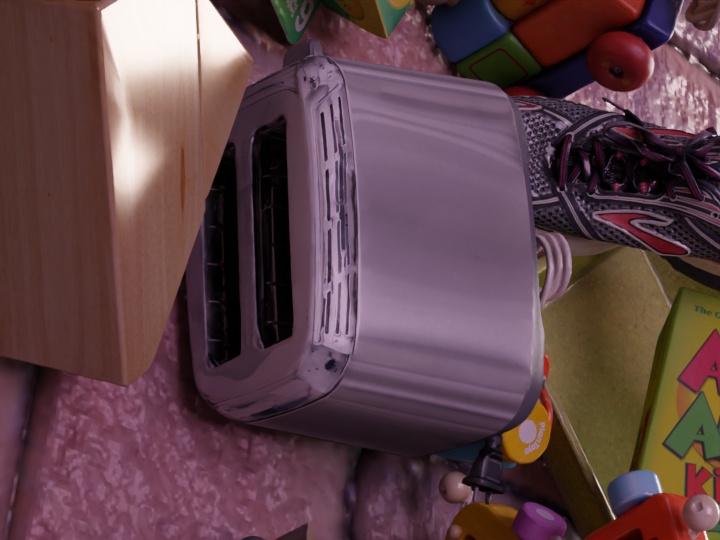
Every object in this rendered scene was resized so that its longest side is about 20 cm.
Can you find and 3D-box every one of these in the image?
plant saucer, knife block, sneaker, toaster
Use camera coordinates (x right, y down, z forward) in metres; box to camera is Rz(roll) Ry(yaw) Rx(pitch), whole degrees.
[{"bbox_3d":[0.150,0.068,0.993,0.200,0.048,0.200,-31,97,-48],"label":"plant saucer"},{"bbox_3d":[-0.109,-0.078,0.689,0.176,0.064,0.200,47,57,-62],"label":"knife block"},{"bbox_3d":[0.141,-0.046,0.913,0.200,0.075,0.081,12,73,-8],"label":"sneaker"},{"bbox_3d":[0.000,0.000,0.823,0.129,0.114,0.200,12,68,-38],"label":"toaster"}]

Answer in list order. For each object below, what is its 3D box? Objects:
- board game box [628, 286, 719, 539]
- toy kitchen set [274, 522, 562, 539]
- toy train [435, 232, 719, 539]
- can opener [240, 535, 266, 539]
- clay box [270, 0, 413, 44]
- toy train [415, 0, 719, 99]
[{"bbox_3d":[0.177,0.111,0.895,0.101,0.048,0.200,16,54,5],"label":"board game box"},{"bbox_3d":[0.030,0.202,0.676,0.200,0.163,0.180,60,6,-13],"label":"toy kitchen set"},{"bbox_3d":[0.095,0.090,0.839,0.056,0.150,0.200,16,44,-37],"label":"toy train"},{"bbox_3d":[0.015,0.176,0.800,0.200,0.053,0.067,36,21,-28],"label":"can opener"},{"bbox_3d":[0.026,-0.199,0.882,0.200,0.048,0.115,-57,159,-13],"label":"clay box"},{"bbox_3d":[0.111,-0.153,0.933,0.116,0.200,0.085,40,50,-22],"label":"toy train"}]
